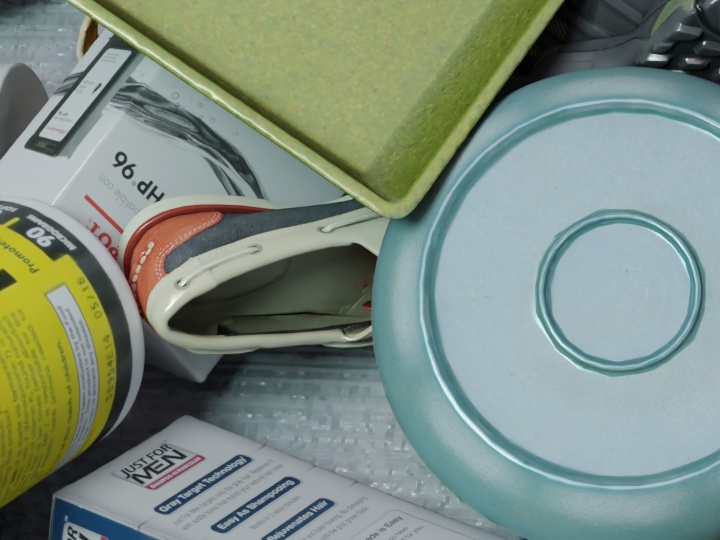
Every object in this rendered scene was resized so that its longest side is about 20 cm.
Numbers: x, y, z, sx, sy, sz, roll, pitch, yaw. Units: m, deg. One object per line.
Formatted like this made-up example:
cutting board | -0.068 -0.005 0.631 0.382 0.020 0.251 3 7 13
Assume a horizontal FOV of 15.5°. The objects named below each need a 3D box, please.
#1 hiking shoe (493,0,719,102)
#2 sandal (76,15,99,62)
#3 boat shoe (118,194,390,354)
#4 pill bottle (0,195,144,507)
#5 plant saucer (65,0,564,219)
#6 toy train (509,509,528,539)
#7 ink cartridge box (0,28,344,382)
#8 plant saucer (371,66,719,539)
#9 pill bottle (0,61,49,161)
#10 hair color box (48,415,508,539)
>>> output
hiking shoe | 0.109 -0.100 1.139 0.200 0.076 0.101 -24 42 38
sandal | -0.097 -0.100 1.223 0.077 0.070 0.212 3 63 17
boat shoe | 0.000 0.000 1.104 0.199 0.071 0.063 -3 28 -20
pill bottle | -0.180 0.052 1.012 0.114 0.115 0.200 16 26 23
plant saucer | -0.018 -0.136 1.096 0.199 0.048 0.200 34 63 4
toy train | 0.126 0.033 1.083 0.199 0.087 0.115 -25 68 -1
ink cartridge box | -0.084 -0.035 1.149 0.200 0.116 0.068 -54 33 -15
plant saucer | 0.102 0.011 1.037 0.199 0.027 0.201 -2 75 7
pill bottle | -0.244 -0.040 1.210 0.199 0.110 0.110 -5 61 13
hair color box | -0.017 0.130 1.055 0.199 0.061 0.100 20 25 24
